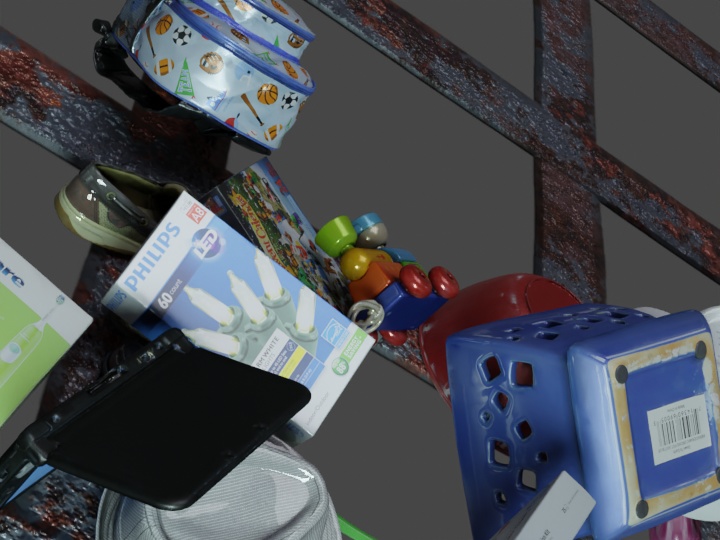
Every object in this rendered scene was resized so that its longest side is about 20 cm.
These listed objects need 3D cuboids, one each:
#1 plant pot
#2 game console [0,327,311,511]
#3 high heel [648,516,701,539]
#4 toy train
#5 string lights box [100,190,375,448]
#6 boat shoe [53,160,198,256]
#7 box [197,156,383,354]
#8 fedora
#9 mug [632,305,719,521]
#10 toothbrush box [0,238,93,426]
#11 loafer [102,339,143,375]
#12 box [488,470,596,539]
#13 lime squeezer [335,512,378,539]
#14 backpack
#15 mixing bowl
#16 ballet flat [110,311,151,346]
[{"bbox_3d":[0.212,0.136,1.539,0.199,0.179,0.202,-12,94,-39],"label":"plant pot"},{"bbox_3d":[-0.161,0.132,1.230,0.116,0.176,0.200,47,32,4],"label":"game console"},{"bbox_3d":[0.321,0.242,1.771,0.067,0.097,0.200,-2,17,3],"label":"high heel"},{"bbox_3d":[0.000,0.000,1.537,0.116,0.085,0.200,53,18,16],"label":"toy train"},{"bbox_3d":[-0.099,0.041,1.408,0.199,0.059,0.103,38,65,-8],"label":"string lights box"},{"bbox_3d":[-0.169,-0.043,1.516,0.199,0.065,0.074,15,42,-39],"label":"boat shoe"},{"bbox_3d":[-0.064,0.004,1.545,0.201,0.038,0.137,57,20,-4],"label":"box"},{"bbox_3d":[-0.093,0.181,1.272,0.198,0.090,0.178,-1,63,-23],"label":"fedora"},{"bbox_3d":[0.320,0.113,1.657,0.199,0.176,0.147,34,51,26],"label":"mug"},{"bbox_3d":[-0.305,0.058,1.236,0.145,0.086,0.200,41,34,-6],"label":"toothbrush box"},{"bbox_3d":[-0.121,0.126,1.383,0.200,0.063,0.072,49,33,6],"label":"loafer"},{"bbox_3d":[0.085,0.258,1.338,0.041,0.200,0.156,45,33,3],"label":"box"},{"bbox_3d":[-0.056,0.176,1.438,0.200,0.038,0.071,45,2,2],"label":"lime squeezer"},{"bbox_3d":[-0.127,-0.199,1.626,0.199,0.155,0.191,21,22,-31],"label":"backpack"},{"bbox_3d":[0.168,0.078,1.715,0.199,0.108,0.201,30,35,-23],"label":"mixing bowl"},{"bbox_3d":[-0.114,0.062,1.449,0.199,0.047,0.068,29,35,-6],"label":"ballet flat"}]
